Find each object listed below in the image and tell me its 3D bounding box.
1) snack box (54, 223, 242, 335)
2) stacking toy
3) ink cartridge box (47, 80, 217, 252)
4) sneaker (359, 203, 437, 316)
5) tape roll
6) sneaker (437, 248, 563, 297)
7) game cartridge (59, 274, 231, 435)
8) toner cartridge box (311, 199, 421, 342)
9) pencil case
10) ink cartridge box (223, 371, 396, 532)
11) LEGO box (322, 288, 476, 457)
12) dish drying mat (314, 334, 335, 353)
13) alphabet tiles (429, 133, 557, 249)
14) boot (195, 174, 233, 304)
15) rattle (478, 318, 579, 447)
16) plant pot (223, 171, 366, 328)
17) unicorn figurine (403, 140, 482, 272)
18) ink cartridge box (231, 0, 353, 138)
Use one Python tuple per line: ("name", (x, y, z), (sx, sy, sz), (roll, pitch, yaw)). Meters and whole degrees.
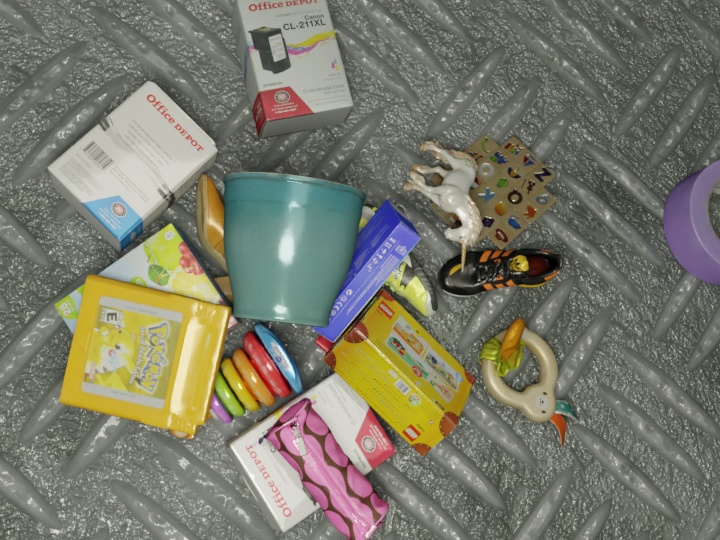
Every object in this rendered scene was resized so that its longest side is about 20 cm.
("snack box", (-0.294, 0.061, 1.261), (0.199, 0.068, 0.169), (-36, 87, -1))
("stacking toy", (-0.186, 0.172, 1.280), (0.199, 0.110, 0.117), (-33, 87, -7))
("ink cartridge box", (-0.327, -0.151, 1.314), (0.146, 0.084, 0.200), (45, 71, 0))
("sneaker", (0.043, -0.004, 1.387), (0.076, 0.075, 0.201), (-36, 78, -10))
("tape roll", (0.624, -0.082, 1.534), (0.197, 0.085, 0.203), (3, 76, -12))
("sneaker", (0.221, -0.005, 1.413), (0.198, 0.090, 0.071), (-5, 79, -15))
("game cartridge", (-0.287, 0.113, 1.208), (0.198, 0.032, 0.179), (12, 89, 3))
("toner cartridge box", (0.000, 0.000, 1.309), (0.043, 0.095, 0.200), (35, 103, -22))
("pencil case", (-0.043, 0.270, 1.198), (0.091, 0.094, 0.201), (-40, 92, -18))
("ink cartridge box", (-0.072, 0.254, 1.287), (0.199, 0.086, 0.148), (-32, 87, -20))
("LEGO box", (0.060, 0.144, 1.308), (0.200, 0.077, 0.149), (44, 27, -1))
("dish drying mat", (0.015, 0.160, 1.342), (0.200, 0.077, 0.018), (45, 110, -1))
("alphabet tiles", (0.215, -0.129, 1.460), (0.199, 0.006, 0.166), (-39, 73, -18))
("boot", (-0.166, -0.047, 1.346), (0.142, 0.071, 0.204), (-7, 84, -20))
("rattle", (0.281, 0.168, 1.369), (0.130, 0.143, 0.201), (-26, 78, -36))
("plant pot", (-0.100, -0.021, 1.236), (0.198, 0.200, 0.190), (8, 86, -12))
("unicorn figurine", (0.137, -0.122, 1.406), (0.136, 0.074, 0.201), (24, 62, 0))
("ink cartridge box", (-0.109, -0.324, 1.408), (0.144, 0.083, 0.202), (-13, 81, -15))
